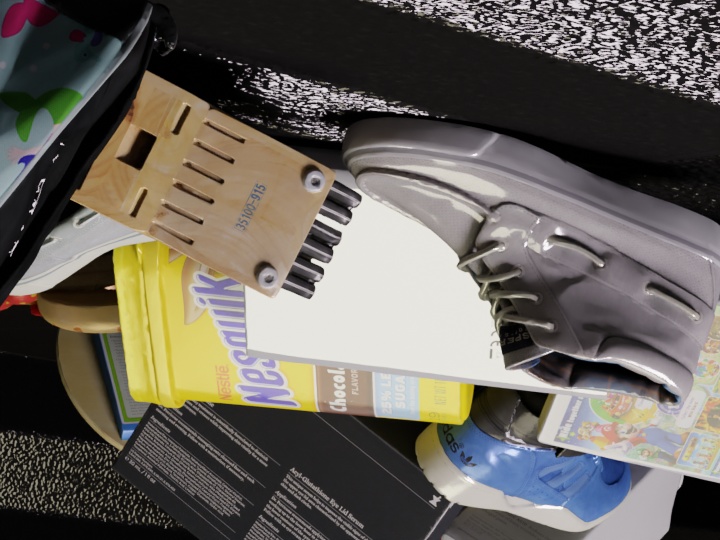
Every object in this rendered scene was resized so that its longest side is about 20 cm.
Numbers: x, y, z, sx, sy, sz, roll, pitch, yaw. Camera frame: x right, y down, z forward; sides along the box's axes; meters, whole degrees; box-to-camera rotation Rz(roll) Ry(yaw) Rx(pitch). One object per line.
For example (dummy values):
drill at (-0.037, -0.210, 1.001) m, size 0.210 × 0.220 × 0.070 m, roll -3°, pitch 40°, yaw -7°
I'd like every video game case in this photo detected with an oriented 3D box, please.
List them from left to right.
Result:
video game case at (0.213, 0.068, 1.076) m, size 0.199 × 0.018 × 0.143 m, roll 13°, pitch 135°, yaw -3°

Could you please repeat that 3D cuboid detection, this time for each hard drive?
hard drive at (0.037, 0.001, 1.019) m, size 0.199 × 0.132 × 0.027 m, roll 6°, pitch -143°, yaw 8°

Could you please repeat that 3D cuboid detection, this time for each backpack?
backpack at (-0.175, -0.030, 0.648) m, size 0.150 × 0.200 × 0.177 m, roll 30°, pitch 168°, yaw -15°

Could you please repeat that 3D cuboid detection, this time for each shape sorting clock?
shape sorting clock at (-0.148, 0.077, 1.544) m, size 0.200 × 0.200 × 0.039 m, roll 10°, pitch 144°, yaw -22°

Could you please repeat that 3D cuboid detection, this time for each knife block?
knife block at (-0.089, -0.049, 0.891) m, size 0.200 × 0.064 × 0.176 m, roll 27°, pitch 180°, yaw -22°

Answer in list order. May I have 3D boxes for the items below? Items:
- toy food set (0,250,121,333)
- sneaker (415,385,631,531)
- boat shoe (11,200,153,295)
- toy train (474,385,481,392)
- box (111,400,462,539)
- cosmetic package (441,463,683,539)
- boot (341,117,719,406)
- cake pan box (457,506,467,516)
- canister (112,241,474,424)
toy food set at (-0.166, 0.004, 1.300) m, size 0.200 × 0.049 × 0.198 m, roll 0°, pitch -172°, yaw 38°
sneaker at (0.135, 0.101, 1.208) m, size 0.200 × 0.077 × 0.111 m, roll 16°, pitch 130°, yaw -45°
boat shoe at (-0.167, -0.040, 1.048) m, size 0.201 × 0.070 × 0.071 m, roll -17°, pitch 149°, yaw 40°
toy train at (0.120, 0.094, 1.464) m, size 0.200 × 0.034 × 0.046 m, roll 4°, pitch -176°, yaw 27°
box at (-0.039, 0.127, 1.249) m, size 0.200 × 0.141 × 0.079 m, roll 38°, pitch -157°, yaw 11°
cosmetic package at (0.141, 0.181, 1.341) m, size 0.081 × 0.113 × 0.200 m, roll 29°, pitch -135°, yaw 26°
boot at (0.078, -0.001, 0.916) m, size 0.200 × 0.096 × 0.074 m, roll 18°, pitch 161°, yaw -6°
cake pan box at (0.037, 0.110, 1.392) m, size 0.052 × 0.200 × 0.184 m, roll -25°, pitch 145°, yaw -15°
canister at (-0.033, 0.017, 1.117) m, size 0.199 × 0.087 × 0.149 m, roll 4°, pitch 128°, yaw 8°
